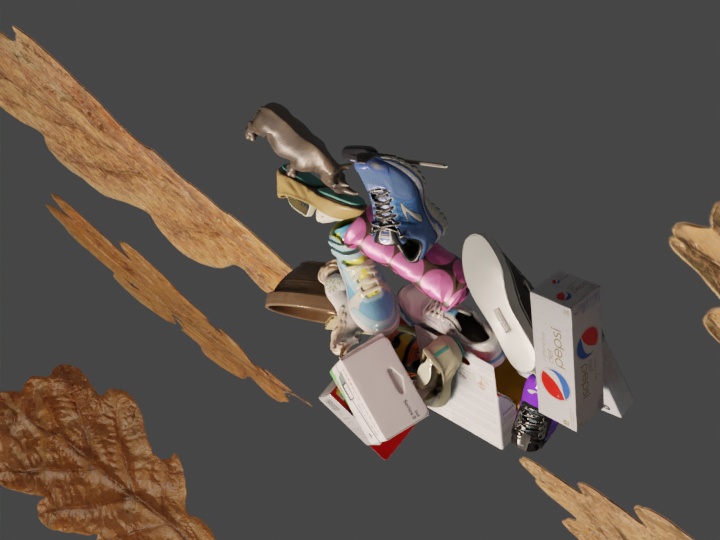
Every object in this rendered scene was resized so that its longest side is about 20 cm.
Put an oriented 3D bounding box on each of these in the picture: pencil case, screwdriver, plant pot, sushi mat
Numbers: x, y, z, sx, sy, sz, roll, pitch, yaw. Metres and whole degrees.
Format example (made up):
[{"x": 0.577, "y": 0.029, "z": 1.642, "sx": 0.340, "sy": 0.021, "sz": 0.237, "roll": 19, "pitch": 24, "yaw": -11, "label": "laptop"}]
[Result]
[{"x": 0.076, "y": -0.018, "z": 1.485, "sx": 0.199, "sy": 0.091, "sz": 0.094, "roll": 35, "pitch": 160, "yaw": 13, "label": "pencil case"}, {"x": 0.046, "y": -0.146, "z": 1.365, "sx": 0.199, "sy": 0.028, "sz": 0.029, "roll": 20, "pitch": 122, "yaw": 44, "label": "screwdriver"}, {"x": -0.068, "y": 0.039, "z": 1.822, "sx": 0.199, "sy": 0.094, "sz": 0.201, "roll": 9, "pitch": 170, "yaw": 1, "label": "plant pot"}, {"x": 0.039, "y": 0.104, "z": 1.771, "sx": 0.198, "sy": 0.012, "sz": 0.096, "roll": 9, "pitch": 165, "yaw": -8, "label": "sushi mat"}]

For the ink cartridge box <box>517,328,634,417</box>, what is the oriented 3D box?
[{"x": 0.274, "y": 0.108, "z": 1.434, "sx": 0.199, "sy": 0.041, "sz": 0.201, "roll": 21, "pitch": 152, "yaw": 47, "label": "ink cartridge box"}]

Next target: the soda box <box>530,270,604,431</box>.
[{"x": 0.270, "y": 0.106, "z": 1.314, "sx": 0.068, "sy": 0.063, "sz": 0.202, "roll": 25, "pitch": 135, "yaw": 43, "label": "soda box"}]

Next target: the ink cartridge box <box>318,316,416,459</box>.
[{"x": 0.057, "y": 0.216, "z": 1.850, "sx": 0.176, "sy": 0.200, "sz": 0.084, "roll": 44, "pitch": 160, "yaw": -5, "label": "ink cartridge box"}]

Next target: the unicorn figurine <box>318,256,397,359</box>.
[{"x": -0.010, "y": 0.062, "z": 1.687, "sx": 0.201, "sy": 0.136, "sz": 0.074, "roll": 58, "pitch": 168, "yaw": 36, "label": "unicorn figurine"}]

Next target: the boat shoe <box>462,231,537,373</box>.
[{"x": 0.202, "y": 0.038, "z": 1.374, "sx": 0.070, "sy": 0.063, "sz": 0.202, "roll": -23, "pitch": 90, "yaw": 50, "label": "boat shoe"}]

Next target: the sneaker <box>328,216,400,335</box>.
[{"x": 0.000, "y": 0.000, "z": 1.599, "sx": 0.131, "sy": 0.079, "sz": 0.201, "roll": 75, "pitch": 171, "yaw": -51, "label": "sneaker"}]

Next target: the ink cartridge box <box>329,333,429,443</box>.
[{"x": 0.026, "y": 0.191, "z": 1.609, "sx": 0.147, "sy": 0.084, "sz": 0.200, "roll": 59, "pitch": 169, "yaw": 7, "label": "ink cartridge box"}]

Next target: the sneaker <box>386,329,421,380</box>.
[{"x": 0.104, "y": 0.157, "z": 1.733, "sx": 0.089, "sy": 0.070, "sz": 0.200, "roll": 22, "pitch": 173, "yaw": 30, "label": "sneaker"}]

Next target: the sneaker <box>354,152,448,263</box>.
[{"x": 0.049, "y": -0.081, "z": 1.364, "sx": 0.078, "sy": 0.090, "sz": 0.200, "roll": 9, "pitch": 150, "yaw": 42, "label": "sneaker"}]

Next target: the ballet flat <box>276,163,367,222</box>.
[{"x": -0.062, "y": -0.109, "z": 1.585, "sx": 0.199, "sy": 0.068, "sz": 0.064, "roll": 32, "pitch": 115, "yaw": 43, "label": "ballet flat"}]

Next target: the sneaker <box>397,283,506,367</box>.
[{"x": 0.139, "y": 0.069, "z": 1.554, "sx": 0.199, "sy": 0.075, "sz": 0.087, "roll": 30, "pitch": 165, "yaw": 25, "label": "sneaker"}]

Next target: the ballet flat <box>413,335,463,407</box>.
[{"x": 0.108, "y": 0.168, "z": 1.567, "sx": 0.069, "sy": 0.069, "sz": 0.201, "roll": 35, "pitch": 149, "yaw": 18, "label": "ballet flat"}]

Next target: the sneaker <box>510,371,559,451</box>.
[{"x": 0.261, "y": 0.217, "z": 1.484, "sx": 0.069, "sy": 0.100, "sz": 0.200, "roll": 28, "pitch": 164, "yaw": 19, "label": "sneaker"}]

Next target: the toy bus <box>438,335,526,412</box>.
[{"x": 0.210, "y": 0.162, "z": 1.640, "sx": 0.200, "sy": 0.065, "sz": 0.078, "roll": 40, "pitch": 161, "yaw": 6, "label": "toy bus"}]

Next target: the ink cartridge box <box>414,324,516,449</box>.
[{"x": 0.169, "y": 0.176, "z": 1.606, "sx": 0.162, "sy": 0.057, "sz": 0.201, "roll": 27, "pitch": 140, "yaw": 35, "label": "ink cartridge box"}]

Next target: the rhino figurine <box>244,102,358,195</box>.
[{"x": -0.082, "y": -0.173, "z": 1.502, "sx": 0.200, "sy": 0.060, "sz": 0.088, "roll": 39, "pitch": 157, "yaw": 1, "label": "rhino figurine"}]
